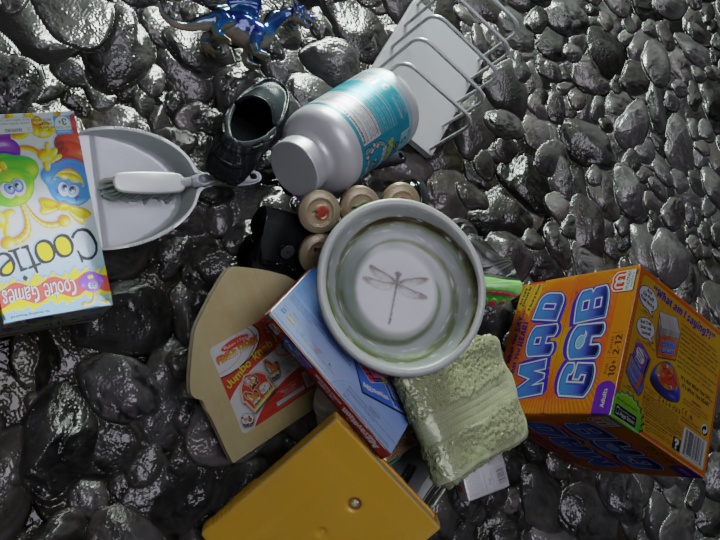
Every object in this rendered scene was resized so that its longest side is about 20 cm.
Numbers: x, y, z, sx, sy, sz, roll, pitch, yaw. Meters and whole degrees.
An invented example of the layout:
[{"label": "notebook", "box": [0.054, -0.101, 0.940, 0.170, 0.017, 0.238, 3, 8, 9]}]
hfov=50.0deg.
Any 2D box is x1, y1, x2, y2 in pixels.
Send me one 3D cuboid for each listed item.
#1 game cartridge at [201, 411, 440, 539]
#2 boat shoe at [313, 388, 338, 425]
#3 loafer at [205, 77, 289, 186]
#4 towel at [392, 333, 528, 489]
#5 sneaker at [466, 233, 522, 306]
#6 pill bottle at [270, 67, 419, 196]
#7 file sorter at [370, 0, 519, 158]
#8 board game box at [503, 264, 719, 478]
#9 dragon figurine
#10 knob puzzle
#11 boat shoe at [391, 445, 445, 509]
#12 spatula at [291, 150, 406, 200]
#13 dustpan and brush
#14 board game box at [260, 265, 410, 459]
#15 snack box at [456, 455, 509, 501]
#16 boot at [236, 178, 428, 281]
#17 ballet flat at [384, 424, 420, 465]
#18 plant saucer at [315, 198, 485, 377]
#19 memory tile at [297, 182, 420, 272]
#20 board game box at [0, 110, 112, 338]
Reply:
[{"label": "game cartridge", "box": [-0.043, 0.279, 0.845, 0.200, 0.032, 0.176, -40, 101, 7]}, {"label": "boat shoe", "box": [0.030, 0.149, 0.954, 0.200, 0.072, 0.069, -28, 132, -36]}, {"label": "loafer", "box": [-0.122, -0.177, 0.908, 0.068, 0.070, 0.201, 28, 41, -8]}, {"label": "towel", "box": [0.126, 0.157, 0.907, 0.200, 0.036, 0.149, -14, 80, -47]}, {"label": "sneaker", "box": [0.129, -0.010, 1.050, 0.199, 0.077, 0.084, 17, 53, -28]}, {"label": "pill bottle", "box": [-0.021, -0.166, 0.948, 0.200, 0.111, 0.111, -41, 100, -40]}, {"label": "file sorter", "box": [0.114, -0.289, 1.065, 0.139, 0.124, 0.201, 37, 63, -17]}, {"label": "board game box", "box": [0.329, 0.139, 1.029, 0.200, 0.200, 0.201, 33, 65, -26]}, {"label": "dragon figurine", "box": [-0.156, -0.315, 0.958, 0.199, 0.059, 0.100, 12, 73, -27]}, {"label": "knob puzzle", "box": [-0.120, 0.088, 0.889, 0.219, 0.030, 0.221, -1, 92, -38]}, {"label": "boat shoe", "box": [0.073, 0.255, 0.957, 0.200, 0.071, 0.064, -47, 141, -26]}, {"label": "spatula", "box": [-0.016, -0.133, 1.016, 0.199, 0.021, 0.057, -18, 84, -31]}, {"label": "dustpan and brush", "box": [-0.213, -0.099, 0.877, 0.199, 0.057, 0.140, -5, 81, -32]}, {"label": "board game box", "box": [-0.015, 0.098, 0.846, 0.200, 0.019, 0.103, 51, 41, -8]}, {"label": "snack box", "box": [0.142, 0.197, 1.027, 0.072, 0.024, 0.201, -10, 84, -29]}, {"label": "boot", "box": [-0.032, -0.051, 0.927, 0.199, 0.066, 0.166, 11, 111, -25]}, {"label": "ballet flat", "box": [0.040, 0.186, 0.911, 0.199, 0.070, 0.066, -22, 102, -32]}, {"label": "plant saucer", "box": [0.042, 0.021, 0.868, 0.199, 0.050, 0.201, 4, 76, -16]}, {"label": "memory tile", "box": [0.000, 0.000, 0.906, 0.152, 0.017, 0.201, -6, 105, -18]}, {"label": "board game box", "box": [-0.328, -0.045, 0.776, 0.104, 0.103, 0.201, -11, 84, -30]}]
